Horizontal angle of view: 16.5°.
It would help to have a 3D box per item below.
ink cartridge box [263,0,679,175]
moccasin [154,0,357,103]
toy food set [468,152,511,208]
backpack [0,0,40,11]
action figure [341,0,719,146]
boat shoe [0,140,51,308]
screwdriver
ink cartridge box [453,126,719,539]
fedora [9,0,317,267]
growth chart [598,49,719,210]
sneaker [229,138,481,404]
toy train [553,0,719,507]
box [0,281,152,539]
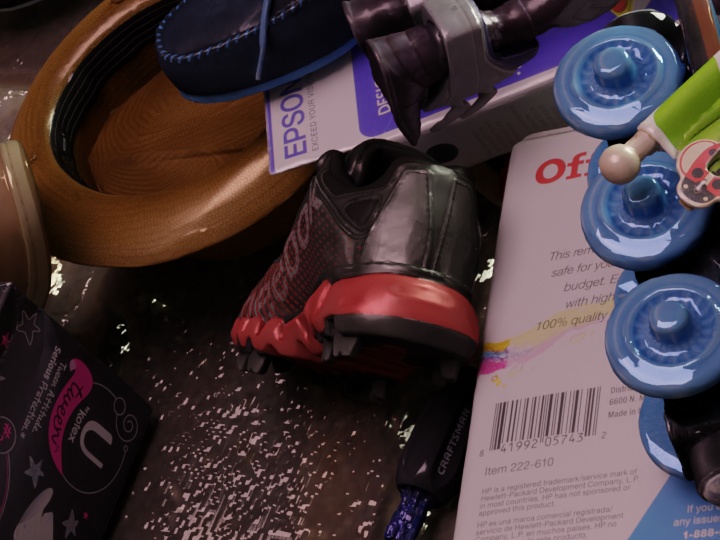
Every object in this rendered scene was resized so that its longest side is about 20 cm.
[{"bbox_3d":[0.051,-0.134,1.071,0.200,0.043,0.198,-18,49,15],"label":"ink cartridge box"},{"bbox_3d":[-0.006,-0.148,1.038,0.200,0.068,0.081,-34,46,3],"label":"moccasin"},{"bbox_3d":[0.121,-0.107,1.075,0.198,0.049,0.200,-19,47,22],"label":"toy food set"},{"bbox_3d":[-0.167,-0.228,1.316,0.200,0.163,0.154,-43,34,8],"label":"backpack"},{"bbox_3d":[0.093,-0.124,0.967,0.200,0.069,0.130,-26,46,6],"label":"action figure"},{"bbox_3d":[-0.188,-0.001,1.129,0.200,0.064,0.071,134,123,-63],"label":"boat shoe"},{"bbox_3d":[0.007,0.122,0.982,0.028,0.029,0.200,3,54,38],"label":"screwdriver"},{"bbox_3d":[0.124,0.038,0.929,0.144,0.085,0.200,-10,54,29],"label":"ink cartridge box"},{"bbox_3d":[-0.070,-0.063,1.152,0.200,0.082,0.201,-19,48,22],"label":"fedora"},{"bbox_3d":[0.196,-0.036,0.782,0.200,0.018,0.145,32,69,29],"label":"growth chart"},{"bbox_3d":[0.000,0.000,1.007,0.200,0.071,0.098,158,125,-71],"label":"sneaker"},{"bbox_3d":[0.136,-0.015,0.843,0.114,0.087,0.200,-14,55,10],"label":"toy train"},{"bbox_3d":[-0.201,0.118,1.079,0.132,0.115,0.200,-2,55,37],"label":"box"}]
